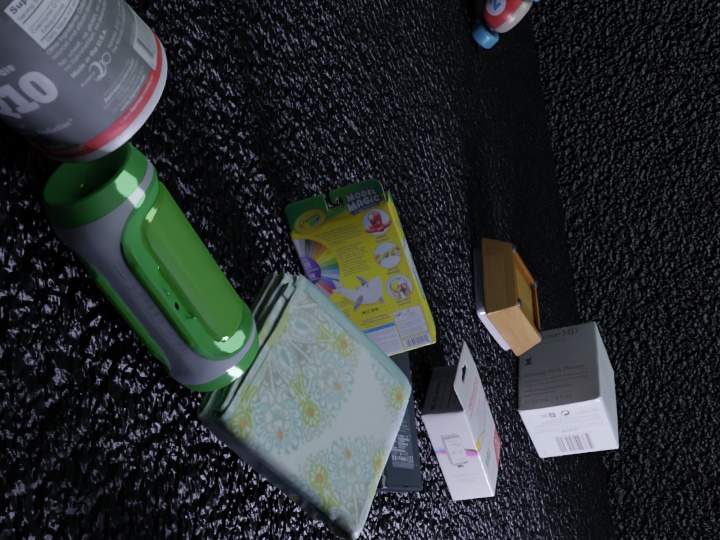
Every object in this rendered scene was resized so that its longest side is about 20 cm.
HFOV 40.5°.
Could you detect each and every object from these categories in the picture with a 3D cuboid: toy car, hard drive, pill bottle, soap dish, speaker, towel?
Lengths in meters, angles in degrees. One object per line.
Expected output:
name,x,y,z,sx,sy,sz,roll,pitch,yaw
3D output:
toy car,0.282,-0.635,2.151,0.200,0.184,0.177,40,34,-13
hard drive,0.031,0.166,1.192,0.139,0.033,0.201,30,52,-63
pill bottle,-0.219,-0.164,0.602,0.200,0.113,0.115,47,37,-53
soap dish,0.278,0.049,1.830,0.200,0.081,0.158,47,37,-53
speaker,-0.151,0.002,0.732,0.089,0.088,0.201,-79,150,-45
towel,-0.043,0.121,0.895,0.200,0.048,0.172,45,51,-25

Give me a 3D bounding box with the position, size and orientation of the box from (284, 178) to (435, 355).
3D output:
box,0.000,0.000,1.080,0.048,0.117,0.201,-83,156,-66

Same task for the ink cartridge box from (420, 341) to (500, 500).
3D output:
ink cartridge box,0.142,0.215,1.409,0.117,0.067,0.201,-67,142,-57

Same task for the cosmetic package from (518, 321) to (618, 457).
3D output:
cosmetic package,0.419,0.243,1.974,0.201,0.166,0.167,-81,150,-45
